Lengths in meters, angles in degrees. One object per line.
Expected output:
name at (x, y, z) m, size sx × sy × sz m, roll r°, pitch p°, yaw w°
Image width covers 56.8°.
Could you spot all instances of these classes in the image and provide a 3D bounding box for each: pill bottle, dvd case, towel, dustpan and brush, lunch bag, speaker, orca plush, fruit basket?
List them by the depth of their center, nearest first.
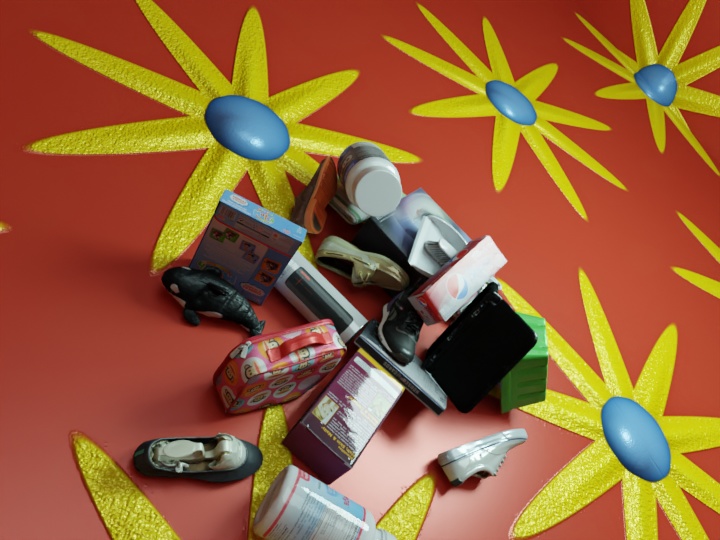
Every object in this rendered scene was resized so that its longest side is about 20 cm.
pill bottle at (-0.050, 0.384, 0.986) m, size 0.200 × 0.109 × 0.109 m, roll 33°, pitch 45°, yaw -7°
lunch bag at (-0.125, 0.150, 1.074) m, size 0.200 × 0.176 × 0.082 m, roll -11°, pitch 63°, yaw -38°
orca plush at (-0.242, 0.056, 1.132) m, size 0.200 × 0.071 × 0.105 m, roll 47°, pitch 63°, yaw -13°
dvd case at (0.081, 0.175, 1.241) m, size 0.200 × 0.025 × 0.150 m, roll 42°, pitch 12°, yaw 3°
speaker at (-0.083, 0.054, 1.246) m, size 0.200 × 0.081 × 0.081 m, roll 45°, pitch 45°, yaw 6°
dustpan and brush at (0.197, -0.014, 1.321) m, size 0.200 × 0.057 × 0.140 m, roll 38°, pitch 51°, yaw -22°
fruit basket at (0.267, 0.171, 1.326) m, size 0.215 × 0.216 × 0.156 m, roll 23°, pitch 46°, yaw -15°
pill bottle at (0.018, -0.188, 1.369) m, size 0.113 × 0.114 × 0.200 m, roll 20°, pitch 19°, yaw -18°
towel at (0.005, -0.169, 1.499) m, size 0.200 × 0.031 × 0.149 m, roll -22°, pitch 57°, yaw -44°

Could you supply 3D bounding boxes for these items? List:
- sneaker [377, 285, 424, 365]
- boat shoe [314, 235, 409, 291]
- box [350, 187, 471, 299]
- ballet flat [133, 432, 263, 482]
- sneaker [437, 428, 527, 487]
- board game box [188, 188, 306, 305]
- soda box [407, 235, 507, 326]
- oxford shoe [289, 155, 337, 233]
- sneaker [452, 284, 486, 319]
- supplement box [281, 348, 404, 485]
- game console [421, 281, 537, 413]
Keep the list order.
sneaker at (0.085, 0.091, 1.247) m, size 0.076 × 0.088 × 0.200 m, roll 35°, pitch 22°, yaw -16°
boat shoe at (0.000, 0.000, 1.333) m, size 0.199 × 0.074 × 0.066 m, roll 23°, pitch 52°, yaw 17°
box at (0.115, -0.045, 1.420) m, size 0.198 × 0.123 × 0.200 m, roll 47°, pitch 45°, yaw 10°
ballet flat at (-0.231, 0.275, 0.985) m, size 0.199 × 0.073 × 0.073 m, roll 9°, pitch 52°, yaw -27°
sneaker at (0.232, 0.347, 1.232) m, size 0.199 × 0.073 × 0.071 m, roll -11°, pitch 71°, yaw -28°
board game box at (-0.201, -0.034, 1.153) m, size 0.151 × 0.200 × 0.037 m, roll 27°, pitch 45°, yaw -12°
soda box at (0.184, 0.017, 1.246) m, size 0.200 × 0.063 × 0.070 m, roll -40°, pitch 97°, yaw -29°
oxford shoe at (-0.101, -0.163, 1.395) m, size 0.071 × 0.073 × 0.200 m, roll 60°, pitch 37°, yaw -44°
sneaker at (0.245, 0.032, 1.472) m, size 0.075 × 0.081 × 0.200 m, roll 28°, pitch 46°, yaw -8°
supplement box at (-0.026, 0.244, 1.127) m, size 0.110 × 0.086 × 0.200 m, roll 41°, pitch 44°, yaw 2°
game console at (0.223, 0.140, 1.254) m, size 0.116 × 0.200 × 0.176 m, roll 42°, pitch 14°, yaw 3°
